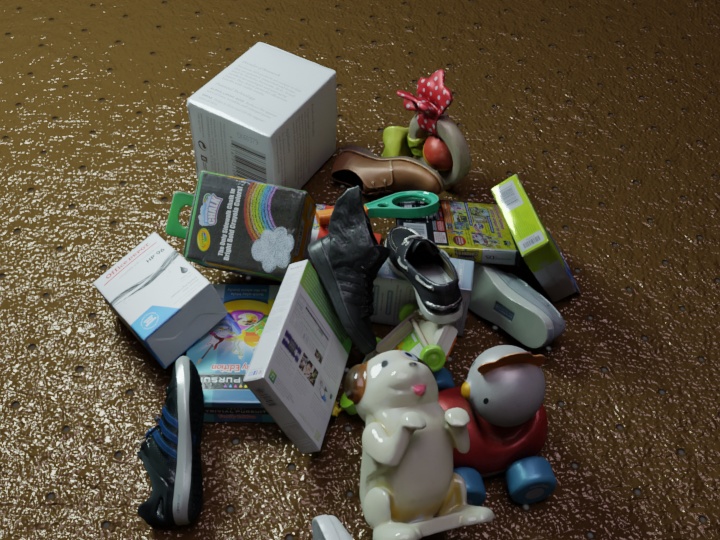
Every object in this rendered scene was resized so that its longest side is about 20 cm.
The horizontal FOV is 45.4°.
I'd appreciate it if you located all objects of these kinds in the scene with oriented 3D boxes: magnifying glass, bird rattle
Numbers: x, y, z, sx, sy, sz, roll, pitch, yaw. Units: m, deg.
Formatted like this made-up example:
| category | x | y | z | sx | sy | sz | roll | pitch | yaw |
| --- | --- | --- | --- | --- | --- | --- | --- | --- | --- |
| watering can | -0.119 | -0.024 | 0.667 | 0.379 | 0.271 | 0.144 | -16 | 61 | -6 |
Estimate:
| category | x | y | z | sx | sy | sz | roll | pitch | yaw |
| --- | --- | --- | --- | --- | --- | --- | --- | --- | --- |
| magnifying glass | 0.028 | -0.095 | 1.321 | 0.196 | 0.023 | 0.080 | -11 | 26 | -15 |
| bird rattle | 0.123 | -0.220 | 1.405 | 0.112 | 0.200 | 0.164 | -38 | 83 | -32 |

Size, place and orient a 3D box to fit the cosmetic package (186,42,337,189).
| category | x | y | z | sx | sy | sz | roll | pitch | yaw |
| --- | --- | --- | --- | --- | --- | --- | --- | --- | --- |
| cosmetic package | -0.154 | -0.234 | 1.407 | 0.163 | 0.167 | 0.201 | 24 | 49 | 19 |

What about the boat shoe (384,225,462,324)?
| category | x | y | z | sx | sy | sz | roll | pitch | yaw |
| --- | --- | --- | --- | --- | --- | --- | --- | --- | --- |
| boat shoe | 0.081 | -0.012 | 1.138 | 0.072 | 0.061 | 0.201 | -11 | 37 | -9 |

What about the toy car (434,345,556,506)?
| category | x | y | z | sx | sy | sz | roll | pitch | yaw |
| --- | --- | --- | --- | --- | --- | --- | --- | --- | --- |
| toy car | 0.154 | 0.157 | 1.044 | 0.173 | 0.202 | 0.187 | -6 | 47 | -9 |

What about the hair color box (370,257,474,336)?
| category | x | y | z | sx | sy | sz | roll | pitch | yaw |
| --- | --- | --- | --- | --- | --- | --- | --- | --- | --- |
| hair color box | 0.057 | 0.026 | 1.226 | 0.195 | 0.100 | 0.061 | 8 | 46 | 4 |

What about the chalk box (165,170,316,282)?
| category | x | y | z | sx | sy | sz | roll | pitch | yaw |
| --- | --- | --- | --- | --- | --- | --- | --- | --- | --- |
| chalk box | -0.173 | -0.061 | 1.217 | 0.195 | 0.124 | 0.128 | 12 | 86 | 6 |

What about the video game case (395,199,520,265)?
| category | x | y | z | sx | sy | sz | roll | pitch | yaw |
| --- | --- | --- | --- | --- | --- | --- | --- | --- | --- |
| video game case | 0.143 | -0.063 | 1.317 | 0.176 | 0.026 | 0.201 | 3 | 25 | 0 |

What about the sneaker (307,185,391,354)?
| category | x | y | z | sx | sy | sz | roll | pitch | yaw |
| --- | --- | --- | --- | --- | --- | --- | --- | --- | --- |
| sneaker | 0.001 | 0.000 | 1.145 | 0.103 | 0.060 | 0.203 | -28 | 85 | 8 |

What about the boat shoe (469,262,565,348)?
| category | x | y | z | sx | sy | sz | roll | pitch | yaw |
| --- | --- | --- | --- | --- | --- | --- | --- | --- | --- |
| boat shoe | 0.214 | 0.042 | 1.254 | 0.071 | 0.071 | 0.200 | -8 | 39 | -44 |

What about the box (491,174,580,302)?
| category | x | y | z | sx | sy | sz | roll | pitch | yaw |
| --- | --- | --- | --- | --- | --- | --- | --- | --- | --- |
| box | 0.258 | -0.039 | 1.253 | 0.047 | 0.200 | 0.124 | -28 | 57 | 13 |

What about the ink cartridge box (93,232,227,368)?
| category | x | y | z | sx | sy | sz | roll | pitch | yaw |
| --- | --- | --- | --- | --- | --- | --- | --- | --- | --- |
| ink cartridge box | -0.287 | 0.028 | 1.186 | 0.116 | 0.068 | 0.199 | -41 | 48 | -16 |

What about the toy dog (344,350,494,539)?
| category | x | y | z | sx | sy | sz | roll | pitch | yaw |
| --- | --- | --- | --- | --- | --- | --- | --- | --- | --- |
| toy dog | 0.054 | 0.193 | 0.986 | 0.136 | 0.194 | 0.205 | -6 | 81 | -17 |

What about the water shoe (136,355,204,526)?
| category | x | y | z | sx | sy | sz | roll | pitch | yaw |
| --- | --- | --- | --- | --- | --- | --- | --- | --- | --- |
| water shoe | -0.234 | 0.202 | 1.037 | 0.077 | 0.072 | 0.204 | -5 | 67 | 4 |

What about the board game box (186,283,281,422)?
| category | x | y | z | sx | sy | sz | roll | pitch | yaw |
| --- | --- | --- | --- | --- | --- | --- | --- | --- | --- |
| board game box | -0.159 | 0.109 | 1.174 | 0.147 | 0.047 | 0.203 | 1 | 47 | -3 |

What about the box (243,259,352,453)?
| category | x | y | z | sx | sy | sz | roll | pitch | yaw |
| --- | --- | --- | --- | --- | --- | --- | --- | --- | --- |
| box | -0.072 | 0.108 | 1.106 | 0.036 | 0.145 | 0.202 | -11 | 39 | 28 |

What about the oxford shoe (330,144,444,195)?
| category | x | y | z | sx | sy | sz | roll | pitch | yaw |
| --- | --- | --- | --- | --- | --- | --- | --- | --- | --- |
| oxford shoe | 0.042 | -0.146 | 1.409 | 0.196 | 0.072 | 0.072 | 14 | 50 | 25 |

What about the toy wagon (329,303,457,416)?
| category | x | y | z | sx | sy | sz | roll | pitch | yaw |
| --- | --- | --- | --- | --- | --- | --- | --- | --- | --- |
| toy wagon | 0.040 | 0.126 | 1.128 | 0.200 | 0.040 | 0.155 | -43 | 19 | 7 |

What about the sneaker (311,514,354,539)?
| category | x | y | z | sx | sy | sz | roll | pitch | yaw |
| --- | --- | --- | --- | --- | --- | --- | --- | --- | --- |
| sneaker | 0.031 | 0.348 | 0.956 | 0.114 | 0.074 | 0.202 | -20 | 61 | -23 |

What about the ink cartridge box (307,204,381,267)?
| category | x | y | z | sx | sy | sz | roll | pitch | yaw |
| --- | --- | --- | --- | --- | --- | --- | --- | --- | --- |
| ink cartridge box | -0.070 | -0.049 | 1.320 | 0.195 | 0.051 | 0.110 | 8 | 47 | 5 |
